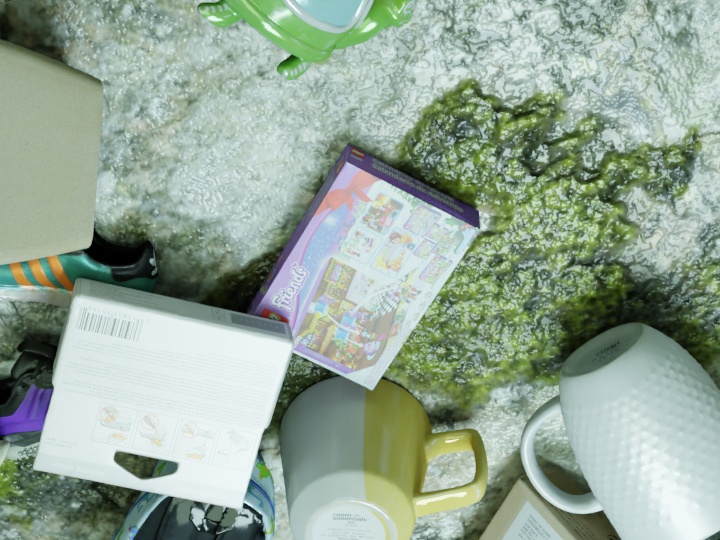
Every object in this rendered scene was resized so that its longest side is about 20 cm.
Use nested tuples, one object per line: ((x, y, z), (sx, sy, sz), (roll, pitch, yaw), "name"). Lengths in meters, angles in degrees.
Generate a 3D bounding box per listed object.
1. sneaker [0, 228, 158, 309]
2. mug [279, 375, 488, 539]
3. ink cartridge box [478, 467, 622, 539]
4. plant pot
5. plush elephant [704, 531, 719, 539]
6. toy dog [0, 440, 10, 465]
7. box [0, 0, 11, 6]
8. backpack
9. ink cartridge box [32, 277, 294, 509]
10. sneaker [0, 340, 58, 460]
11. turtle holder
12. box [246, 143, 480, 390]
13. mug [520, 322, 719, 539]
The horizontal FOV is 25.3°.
((-0.280, -0.015, 1.437), (0.200, 0.071, 0.080), (12, 117, -12), "sneaker")
((0.007, 0.190, 1.494), (0.186, 0.153, 0.149), (-37, 112, 20), "mug")
((0.197, 0.317, 1.539), (0.075, 0.200, 0.165), (-4, 130, -47), "ink cartridge box")
((-0.311, -0.093, 1.298), (0.177, 0.200, 0.200), (4, 91, -21), "plant pot")
((0.355, 0.317, 1.542), (0.200, 0.155, 0.165), (32, 147, -28), "plush elephant")
((-0.444, 0.163, 1.507), (0.200, 0.194, 0.140), (34, 88, -6), "toy dog")
((-0.325, -0.307, 1.282), (0.039, 0.041, 0.200), (-20, 118, 13), "box")
((-0.160, 0.255, 1.556), (0.163, 0.154, 0.200), (20, 137, -5), "backpack")
((-0.179, 0.112, 1.444), (0.200, 0.045, 0.177), (13, 110, -14), "ink cartridge box")
((-0.275, 0.103, 1.501), (0.200, 0.070, 0.100), (-24, 114, 14), "sneaker")
((-0.037, -0.233, 1.258), (0.185, 0.141, 0.132), (41, 112, -18), "turtle holder")
((0.000, 0.000, 1.449), (0.137, 0.039, 0.200), (26, 118, -13), "box")
((0.242, 0.154, 1.472), (0.200, 0.148, 0.176), (-26, 103, 25), "mug")
